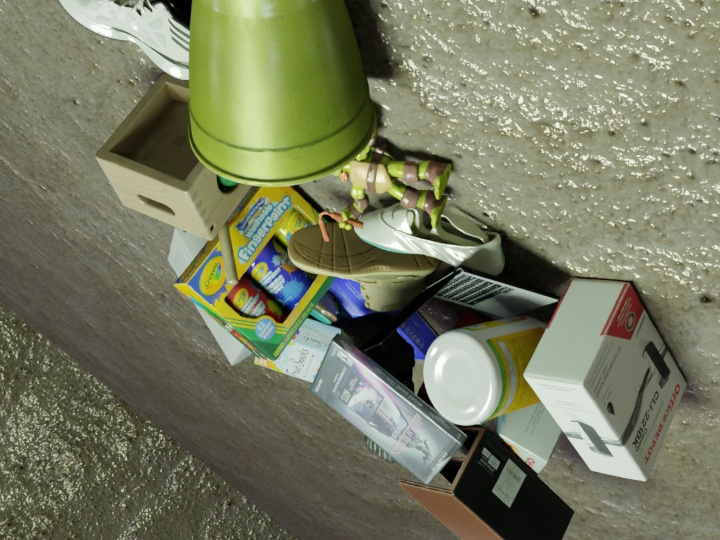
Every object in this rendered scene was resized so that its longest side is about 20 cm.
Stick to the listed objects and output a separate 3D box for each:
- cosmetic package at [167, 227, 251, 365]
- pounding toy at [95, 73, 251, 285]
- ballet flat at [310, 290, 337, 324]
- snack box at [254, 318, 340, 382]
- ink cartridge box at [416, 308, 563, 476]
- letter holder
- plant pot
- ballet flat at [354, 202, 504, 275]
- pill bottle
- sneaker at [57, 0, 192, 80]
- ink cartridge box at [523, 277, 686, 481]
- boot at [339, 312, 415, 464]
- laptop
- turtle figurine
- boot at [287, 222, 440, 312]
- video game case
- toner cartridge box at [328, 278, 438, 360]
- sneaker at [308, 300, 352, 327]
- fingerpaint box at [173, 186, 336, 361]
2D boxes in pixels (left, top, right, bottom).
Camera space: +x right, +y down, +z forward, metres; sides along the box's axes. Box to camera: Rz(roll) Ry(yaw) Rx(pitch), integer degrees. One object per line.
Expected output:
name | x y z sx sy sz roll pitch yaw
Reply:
cosmetic package | -0.216 0.033 1.474 0.201 0.051 0.151 58 161 6
pounding toy | -0.210 -0.120 1.274 0.198 0.185 0.143 21 153 25
ballet flat | -0.085 0.032 1.519 0.071 0.066 0.199 45 164 -31
snack box | -0.061 0.134 1.542 0.197 0.054 0.143 19 152 -3
ink cartridge box | 0.191 0.183 1.375 0.198 0.145 0.146 28 154 10
letter holder | 0.168 0.311 1.344 0.200 0.101 0.141 43 155 -22
plant pot | -0.085 -0.223 0.960 0.198 0.201 0.194 23 141 23
ballet flat | 0.086 -0.050 1.197 0.198 0.070 0.070 20 152 20
pill bottle | 0.179 0.116 1.202 0.110 0.198 0.113 7 100 44
sneaker | -0.256 -0.315 1.135 0.199 0.076 0.115 29 147 -9
ink cartridge box | 0.293 0.130 1.153 0.083 0.145 0.200 5 144 45
boot | 0.028 0.160 1.361 0.211 0.078 0.160 -125 26 -69
laptop | 0.110 0.070 1.202 0.197 0.118 0.187 16 169 -8
turtle figurine | 0.023 -0.104 1.150 0.159 0.065 0.202 19 128 13
boot | 0.000 0.000 1.309 0.197 0.074 0.156 1 158 -5
video game case | 0.030 0.176 1.223 0.199 0.019 0.143 39 147 9
toner cartridge box | 0.026 0.055 1.470 0.094 0.043 0.200 1 139 52
sneaker | -0.070 0.094 1.611 0.071 0.083 0.199 39 155 -13
fingerpaint box | -0.129 -0.006 1.353 0.167 0.201 0.073 43 162 -19
